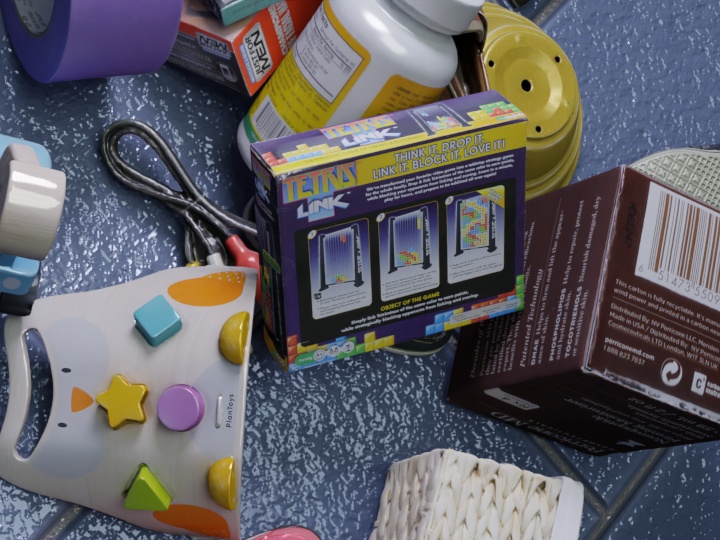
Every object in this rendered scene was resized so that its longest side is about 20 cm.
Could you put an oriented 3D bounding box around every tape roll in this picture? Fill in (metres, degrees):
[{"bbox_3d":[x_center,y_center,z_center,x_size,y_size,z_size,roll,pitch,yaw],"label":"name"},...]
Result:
[{"bbox_3d":[-0.199,-0.238,1.182,0.084,0.200,0.203,-8,82,-26],"label":"tape roll"}]

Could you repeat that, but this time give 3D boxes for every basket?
[{"bbox_3d":[0.072,0.242,1.244,0.122,0.135,0.202,21,70,-15],"label":"basket"}]

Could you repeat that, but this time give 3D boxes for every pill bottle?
[{"bbox_3d":[0.002,-0.147,1.236,0.112,0.201,0.113,29,27,-17],"label":"pill bottle"}]

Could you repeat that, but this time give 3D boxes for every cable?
[{"bbox_3d":[-0.118,-0.035,1.248,0.096,0.050,0.201,-29,98,10],"label":"cable"}]

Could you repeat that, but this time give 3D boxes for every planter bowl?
[{"bbox_3d":[0.121,-0.144,1.379,0.198,0.083,0.203,6,75,-24],"label":"planter bowl"}]

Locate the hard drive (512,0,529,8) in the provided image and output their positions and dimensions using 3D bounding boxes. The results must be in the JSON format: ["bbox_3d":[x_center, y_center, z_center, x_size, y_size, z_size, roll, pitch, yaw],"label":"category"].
[{"bbox_3d":[0.129,-0.352,1.458,0.139,0.033,0.201,-40,97,-27],"label":"hard drive"}]

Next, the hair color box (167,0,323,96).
[{"bbox_3d":[-0.074,-0.238,1.288,0.110,0.064,0.201,23,62,28],"label":"hair color box"}]

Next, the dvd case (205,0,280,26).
[{"bbox_3d":[-0.084,-0.277,1.263,0.145,0.022,0.201,-27,54,-13],"label":"dvd case"}]

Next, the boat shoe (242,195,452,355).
[{"bbox_3d":[0.001,-0.002,1.299,0.199,0.066,0.075,40,65,-12],"label":"boat shoe"}]

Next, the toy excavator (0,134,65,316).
[{"bbox_3d":[-0.243,-0.046,1.093,0.099,0.201,0.196,12,45,-21],"label":"toy excavator"}]

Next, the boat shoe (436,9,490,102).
[{"bbox_3d":[0.068,-0.190,1.300,0.075,0.071,0.203,-4,81,-51],"label":"boat shoe"}]

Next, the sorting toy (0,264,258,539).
[{"bbox_3d":[-0.168,0.093,1.178,0.177,0.107,0.203,4,89,-1],"label":"sorting toy"}]

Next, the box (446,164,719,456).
[{"bbox_3d":[0.198,0.039,1.304,0.164,0.199,0.166,21,71,-23],"label":"box"}]

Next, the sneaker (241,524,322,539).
[{"bbox_3d":[-0.096,0.249,1.186,0.199,0.087,0.074,-28,92,-28],"label":"sneaker"}]

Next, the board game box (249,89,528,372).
[{"bbox_3d":[0.023,-0.029,1.210,0.198,0.057,0.167,-14,121,-19],"label":"board game box"}]

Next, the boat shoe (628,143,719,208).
[{"bbox_3d":[0.311,-0.078,1.469,0.198,0.062,0.076,-14,89,-12],"label":"boat shoe"}]
